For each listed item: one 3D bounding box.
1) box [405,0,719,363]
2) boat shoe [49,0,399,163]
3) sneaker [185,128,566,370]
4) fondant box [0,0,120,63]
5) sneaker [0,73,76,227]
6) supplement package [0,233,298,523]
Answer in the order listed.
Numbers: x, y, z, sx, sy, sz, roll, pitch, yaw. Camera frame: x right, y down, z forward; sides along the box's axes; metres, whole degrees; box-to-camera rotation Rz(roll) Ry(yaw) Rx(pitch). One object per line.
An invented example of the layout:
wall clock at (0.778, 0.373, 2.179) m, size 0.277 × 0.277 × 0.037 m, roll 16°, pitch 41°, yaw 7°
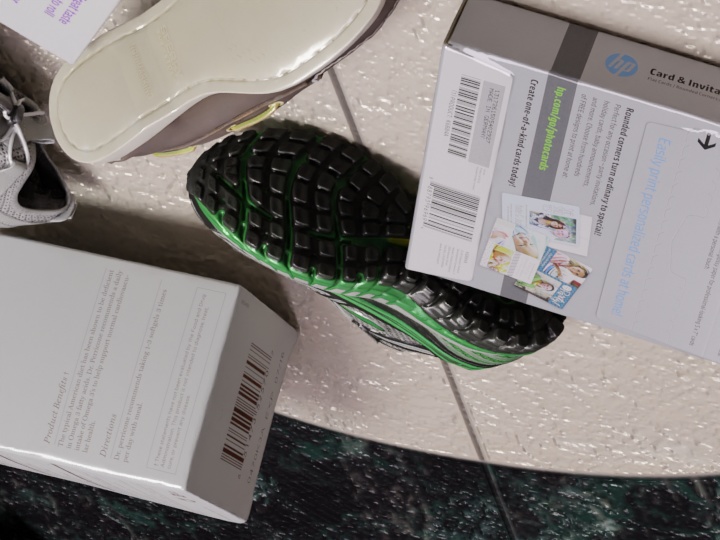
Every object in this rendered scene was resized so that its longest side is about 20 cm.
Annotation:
box at (0.128, -0.033, 1.043) m, size 0.200 × 0.041 × 0.156 m, roll 18°, pitch 141°, yaw 9°
boat shoe at (-0.055, -0.101, 1.050) m, size 0.200 × 0.072 × 0.059 m, roll -25°, pitch 167°, yaw 35°
sneaker at (0.000, 0.000, 1.150) m, size 0.200 × 0.078 × 0.085 m, roll 28°, pitch 148°, yaw -10°
fondant box at (-0.176, -0.191, 0.994) m, size 0.200 × 0.058 × 0.144 m, roll 30°, pitch 147°, yaw -13°
sneaker at (-0.194, -0.085, 1.162) m, size 0.082 × 0.075 × 0.200 m, roll 8°, pitch 157°, yaw 11°
supplement package at (-0.154, 0.056, 1.264) m, size 0.200 × 0.117 × 0.117 m, roll 12°, pitch 170°, yaw 17°
